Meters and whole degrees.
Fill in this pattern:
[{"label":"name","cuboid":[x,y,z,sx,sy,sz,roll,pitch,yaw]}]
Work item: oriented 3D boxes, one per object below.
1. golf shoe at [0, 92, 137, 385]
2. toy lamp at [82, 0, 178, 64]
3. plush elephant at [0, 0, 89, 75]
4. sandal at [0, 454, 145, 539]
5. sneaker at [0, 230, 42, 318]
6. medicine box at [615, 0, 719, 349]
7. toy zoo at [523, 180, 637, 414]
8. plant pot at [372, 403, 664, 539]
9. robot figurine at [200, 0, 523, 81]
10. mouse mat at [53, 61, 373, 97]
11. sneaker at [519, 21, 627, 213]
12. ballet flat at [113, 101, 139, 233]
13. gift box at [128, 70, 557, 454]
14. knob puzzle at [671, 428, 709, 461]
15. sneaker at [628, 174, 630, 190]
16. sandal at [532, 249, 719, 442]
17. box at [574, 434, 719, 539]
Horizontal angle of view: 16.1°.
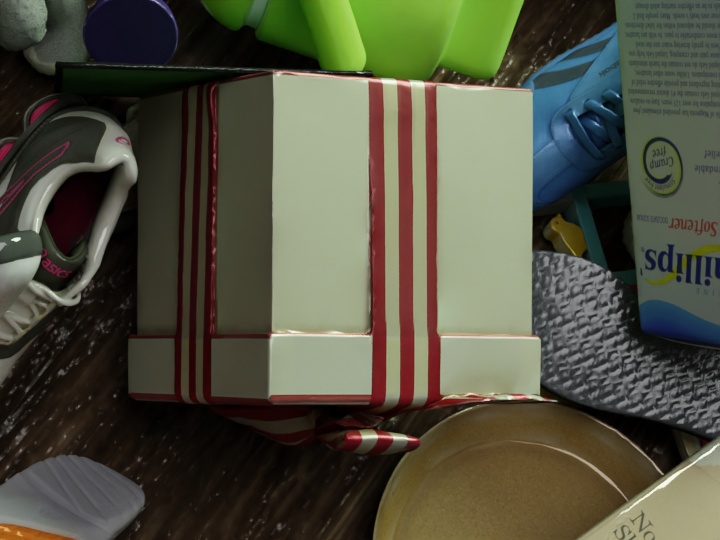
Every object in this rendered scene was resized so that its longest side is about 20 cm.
[{"label":"golf shoe","cuboid":[-0.183,0.004,1.299,0.077,0.088,0.201,28,93,-29]},{"label":"toy lamp","cuboid":[-0.128,-0.188,1.419,0.058,0.058,0.201,13,35,-14]},{"label":"plush elephant","cuboid":[-0.233,-0.200,1.374,0.153,0.200,0.166,-6,77,-3]},{"label":"sandal","cuboid":[-0.171,0.148,1.265,0.079,0.060,0.206,26,19,19]},{"label":"sneaker","cuboid":[-0.215,0.063,1.252,0.067,0.201,0.109,-8,72,-59]},{"label":"medicine box","cuboid":[0.244,-0.073,1.395,0.181,0.103,0.202,-13,102,-35]},{"label":"toy zoo","cuboid":[0.142,0.013,1.489,0.198,0.020,0.132,-7,71,-22]},{"label":"plant pot","cuboid":[0.097,0.170,1.402,0.198,0.028,0.202,7,65,-16]},{"label":"robot figurine","cuboid":[-0.008,-0.174,1.425,0.198,0.116,0.176,18,23,-7]},{"label":"mouse mat","cuboid":[-0.082,-0.099,1.348,0.159,0.200,0.008,1,91,-7]},{"label":"sneaker","cuboid":[0.154,-0.104,1.458,0.200,0.078,0.066,-39,107,-8]},{"label":"ballet flat","cuboid":[-0.134,-0.053,1.389,0.199,0.068,0.068,-24,75,-27]},{"label":"gift box","cuboid":[0.000,0.000,1.324,0.198,0.184,0.189,3,88,-25]},{"label":"knob puzzle","cuboid":[0.268,0.089,1.481,0.218,0.030,0.222,5,75,-21]},{"label":"sneaker","cuboid":[0.231,-0.080,1.509,0.199,0.074,0.088,-9,72,-32]},{"label":"sandal","cuboid":[0.159,0.053,1.441,0.199,0.043,0.077,27,85,-6]},{"label":"box","cuboid":[0.144,0.178,1.355,0.199,0.078,0.095,-33,81,-28]}]
